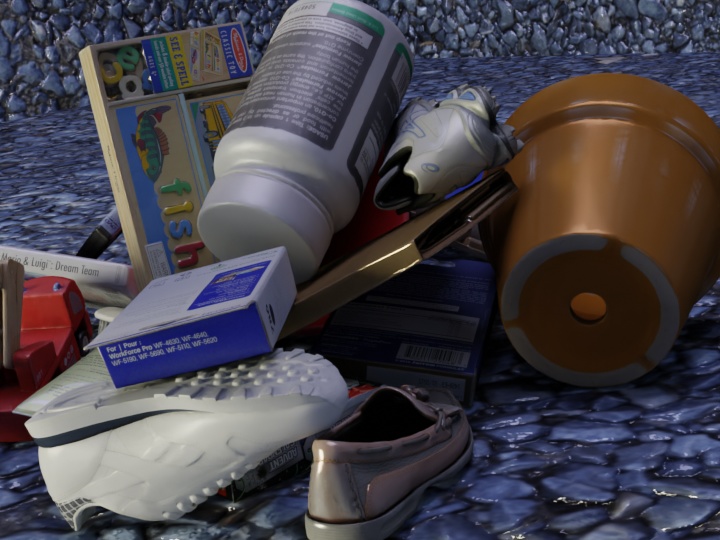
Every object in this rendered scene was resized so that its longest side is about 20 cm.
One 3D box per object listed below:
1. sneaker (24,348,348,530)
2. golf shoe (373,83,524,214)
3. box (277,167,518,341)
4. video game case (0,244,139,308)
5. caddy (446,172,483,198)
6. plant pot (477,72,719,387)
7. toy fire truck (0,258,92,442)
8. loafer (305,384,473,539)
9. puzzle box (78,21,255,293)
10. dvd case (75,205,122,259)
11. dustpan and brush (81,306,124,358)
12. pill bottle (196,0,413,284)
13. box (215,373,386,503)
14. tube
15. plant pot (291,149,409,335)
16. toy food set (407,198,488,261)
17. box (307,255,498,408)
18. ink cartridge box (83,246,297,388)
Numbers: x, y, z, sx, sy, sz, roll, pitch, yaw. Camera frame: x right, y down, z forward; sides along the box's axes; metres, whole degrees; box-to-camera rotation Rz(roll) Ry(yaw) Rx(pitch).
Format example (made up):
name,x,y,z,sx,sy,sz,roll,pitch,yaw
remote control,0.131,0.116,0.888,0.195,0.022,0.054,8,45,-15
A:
name,x,y,z,sx,sy,sz,roll,pitch,yaw
sneaker,-0.095,0.099,0.848,0.198,0.081,0.076,-11,10,21
golf shoe,0.039,-0.080,1.091,0.097,0.079,0.200,-36,3,-16
box,0.000,0.000,1.023,0.199,0.021,0.163,-28,6,34
video game case,-0.273,0.006,1.262,0.180,0.024,0.200,9,-8,1
caddy,0.136,-0.072,1.472,0.199,0.106,0.141,6,-4,44
plant pot,0.175,-0.017,1.072,0.198,0.202,0.184,-2,29,16
toy fire truck,-0.255,0.044,1.055,0.048,0.142,0.201,-3,31,11
loafer,0.021,0.100,0.882,0.071,0.063,0.200,-2,14,21
puzzle box,-0.127,-0.083,1.117,0.132,0.202,0.025,-15,1,-31
dvd case,-0.175,-0.083,1.283,0.200,0.018,0.143,-50,8,-23
dustpan and brush,-0.166,0.049,1.192,0.199,0.058,0.139,5,18,40
pill bottle,-0.041,-0.097,1.085,0.112,0.113,0.201,2,53,31
box,-0.095,0.098,0.996,0.136,0.040,0.199,-19,18,-38
tube,-0.151,0.063,0.991,0.058,0.052,0.200,-34,5,27
plant pot,-0.083,-0.037,1.253,0.199,0.202,0.177,-14,0,-30
toy food set,0.123,-0.036,1.273,0.199,0.061,0.143,21,3,-23
box,0.039,0.039,1.107,0.120,0.033,0.200,7,25,9
ink cartridge box,-0.097,0.030,0.890,0.099,0.040,0.200,-14,9,6
